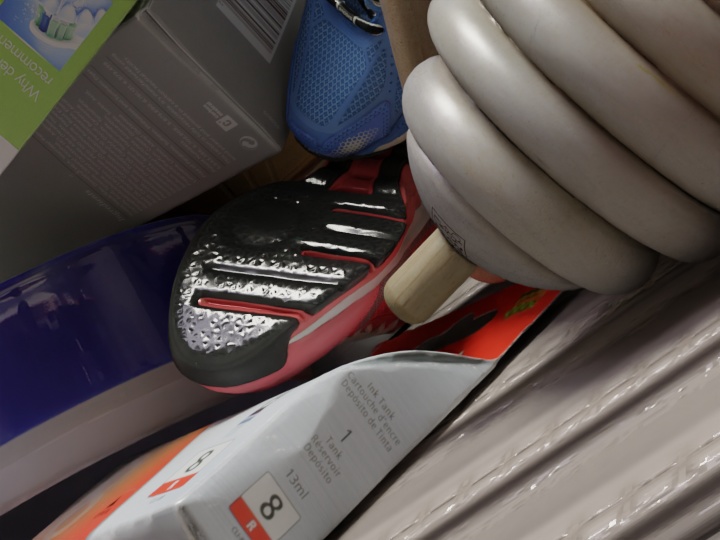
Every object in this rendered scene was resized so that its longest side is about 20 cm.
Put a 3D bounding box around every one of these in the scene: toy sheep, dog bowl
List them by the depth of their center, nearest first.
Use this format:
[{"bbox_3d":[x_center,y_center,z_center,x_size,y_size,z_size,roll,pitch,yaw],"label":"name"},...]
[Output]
[{"bbox_3d":[0.079,-0.057,0.612,0.200,0.138,0.138,-53,2,15],"label":"toy sheep"},{"bbox_3d":[-0.125,0.059,0.848,0.199,0.079,0.200,-28,-9,-5],"label":"dog bowl"}]

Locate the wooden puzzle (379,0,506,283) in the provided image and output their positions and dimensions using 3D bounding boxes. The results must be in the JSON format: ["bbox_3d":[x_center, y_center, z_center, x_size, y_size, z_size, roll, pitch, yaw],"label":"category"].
[{"bbox_3d":[0.083,-0.114,0.701,0.185,0.200,0.046,-35,50,-13],"label":"wooden puzzle"}]

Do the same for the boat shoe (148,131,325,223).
[{"bbox_3d":[-0.079,-0.034,0.928,0.200,0.072,0.072,-36,-13,17],"label":"boat shoe"}]

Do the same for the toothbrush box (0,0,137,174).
[{"bbox_3d":[-0.143,-0.122,0.754,0.200,0.086,0.145,-54,28,-8],"label":"toothbrush box"}]

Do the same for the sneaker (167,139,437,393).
[{"bbox_3d":[0.000,0.000,0.765,0.073,0.087,0.200,12,38,27],"label":"sneaker"}]

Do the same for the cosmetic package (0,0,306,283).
[{"bbox_3d":[-0.110,-0.072,0.825,0.199,0.090,0.107,-23,35,36],"label":"cosmetic package"}]

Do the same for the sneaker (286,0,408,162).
[{"bbox_3d":[0.006,-0.133,0.709,0.089,0.078,0.201,-9,-56,-48],"label":"sneaker"}]

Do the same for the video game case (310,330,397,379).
[{"bbox_3d":[0.010,0.005,1.000,0.200,0.023,0.182,-43,8,-32],"label":"video game case"}]

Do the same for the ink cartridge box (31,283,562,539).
[{"bbox_3d":[-0.024,0.053,0.725,0.200,0.050,0.162,-46,10,-33],"label":"ink cartridge box"}]
